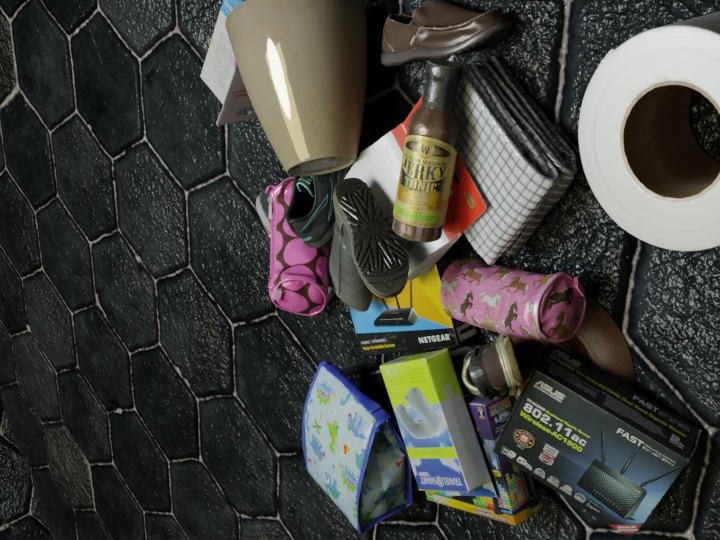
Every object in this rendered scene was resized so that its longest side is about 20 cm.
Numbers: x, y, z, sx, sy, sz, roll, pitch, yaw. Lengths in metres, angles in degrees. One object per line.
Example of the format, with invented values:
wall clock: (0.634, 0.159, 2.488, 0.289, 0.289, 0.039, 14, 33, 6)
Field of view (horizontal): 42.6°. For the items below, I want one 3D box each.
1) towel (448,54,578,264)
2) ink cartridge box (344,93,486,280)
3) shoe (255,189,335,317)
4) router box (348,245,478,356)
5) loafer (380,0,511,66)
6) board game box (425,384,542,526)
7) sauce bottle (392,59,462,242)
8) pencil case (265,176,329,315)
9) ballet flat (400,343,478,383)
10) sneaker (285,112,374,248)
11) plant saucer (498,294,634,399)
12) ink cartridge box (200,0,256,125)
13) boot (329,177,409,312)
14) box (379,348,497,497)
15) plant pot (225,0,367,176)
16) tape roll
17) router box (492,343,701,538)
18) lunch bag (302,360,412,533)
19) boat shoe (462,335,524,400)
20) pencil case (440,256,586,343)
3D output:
towel: (0.153, -0.135, 1.094, 0.201, 0.085, 0.166, 57, 147, 20)
ink cartridge box: (0.060, -0.094, 1.142, 0.164, 0.056, 0.200, 63, 156, 12)
shoe: (-0.111, -0.024, 1.443, 0.201, 0.071, 0.091, 52, 134, 13)
router box: (0.061, 0.036, 1.292, 0.198, 0.051, 0.152, -13, 94, 49)
loafer: (0.091, -0.290, 1.102, 0.198, 0.072, 0.072, 2, 108, 47)
board game box: (0.146, 0.245, 1.265, 0.199, 0.056, 0.168, -5, 104, 59)
sauce bottle: (0.078, -0.135, 1.048, 0.064, 0.064, 0.203, 25, 119, 38)
pencil case: (-0.092, -0.037, 1.334, 0.091, 0.092, 0.203, -51, 34, 44)
ballet flat: (0.112, 0.140, 1.284, 0.199, 0.056, 0.067, -12, 56, 54)
sneaker: (-0.042, -0.132, 1.259, 0.075, 0.079, 0.203, 15, 82, 38)
plant saucer: (0.242, 0.118, 1.143, 0.199, 0.036, 0.204, 22, 121, 41)
ink cartridge box: (-0.157, -0.314, 1.334, 0.068, 0.114, 0.201, 49, 136, 20)
boot: (0.002, 0.000, 1.193, 0.201, 0.071, 0.184, 105, 152, -55)
box: (0.101, 0.211, 1.221, 0.121, 0.047, 0.203, -19, 89, 59)
plant pot: (-0.067, -0.231, 1.184, 0.186, 0.185, 0.204, -16, 81, 49)
tape roll: (0.324, -0.133, 0.863, 0.201, 0.138, 0.206, 23, 123, 39)
router box: (0.271, 0.200, 1.082, 0.198, 0.062, 0.151, 30, 129, 15)
lunch bag: (-0.006, 0.255, 1.395, 0.170, 0.126, 0.203, 36, 140, 45)
boat shoe: (0.151, 0.116, 1.089, 0.201, 0.065, 0.073, 62, -165, -80)
pencil case: (0.180, 0.032, 1.108, 0.199, 0.082, 0.088, 15, 101, 59)
